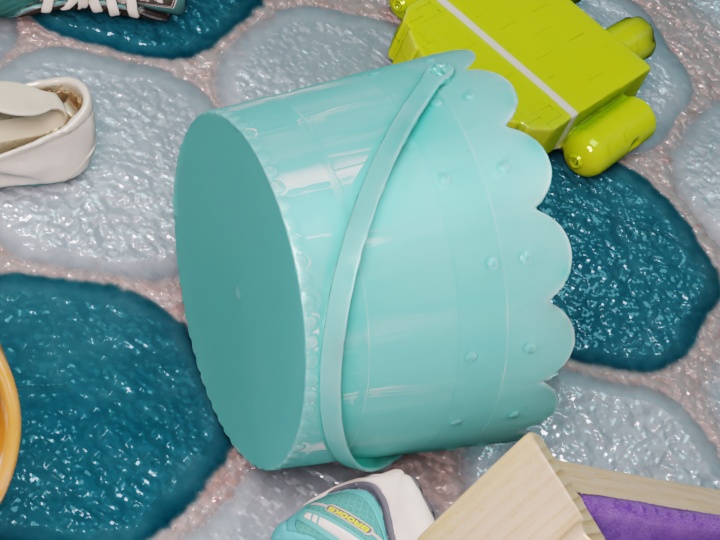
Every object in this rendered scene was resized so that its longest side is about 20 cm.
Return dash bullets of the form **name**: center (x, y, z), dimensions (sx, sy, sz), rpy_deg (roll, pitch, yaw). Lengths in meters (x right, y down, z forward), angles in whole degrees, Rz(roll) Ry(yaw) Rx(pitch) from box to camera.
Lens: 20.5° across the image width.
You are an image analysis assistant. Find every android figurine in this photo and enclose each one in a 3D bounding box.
- **android figurine**: center (0.097, -0.131, 1.240), dimensions (0.182, 0.041, 0.200), rpy_deg (41, 46, 14)

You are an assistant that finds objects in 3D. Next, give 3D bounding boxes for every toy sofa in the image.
- **toy sofa**: center (0.129, 0.146, 0.922), dimensions (0.200, 0.083, 0.098), rpy_deg (16, 36, -48)

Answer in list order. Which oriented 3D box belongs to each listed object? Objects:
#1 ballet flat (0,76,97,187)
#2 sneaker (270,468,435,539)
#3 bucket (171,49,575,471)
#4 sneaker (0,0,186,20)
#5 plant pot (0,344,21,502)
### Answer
- **ballet flat**: center (-0.226, -0.067, 1.024), dimensions (0.200, 0.069, 0.069), rpy_deg (-14, 57, -32)
- **sneaker**: center (0.020, 0.186, 0.915), dimensions (0.080, 0.078, 0.200), rpy_deg (-18, 53, -13)
- **bucket**: center (0.000, 0.000, 0.973), dimensions (0.135, 0.207, 0.207), rpy_deg (-11, 55, -22)
- **sneaker**: center (-0.143, -0.182, 1.159), dimensions (0.080, 0.071, 0.200), rpy_deg (42, 46, 22)
- **plant pot**: center (-0.264, 0.027, 0.851), dimensions (0.200, 0.200, 0.183), rpy_deg (-1, 35, -25)
